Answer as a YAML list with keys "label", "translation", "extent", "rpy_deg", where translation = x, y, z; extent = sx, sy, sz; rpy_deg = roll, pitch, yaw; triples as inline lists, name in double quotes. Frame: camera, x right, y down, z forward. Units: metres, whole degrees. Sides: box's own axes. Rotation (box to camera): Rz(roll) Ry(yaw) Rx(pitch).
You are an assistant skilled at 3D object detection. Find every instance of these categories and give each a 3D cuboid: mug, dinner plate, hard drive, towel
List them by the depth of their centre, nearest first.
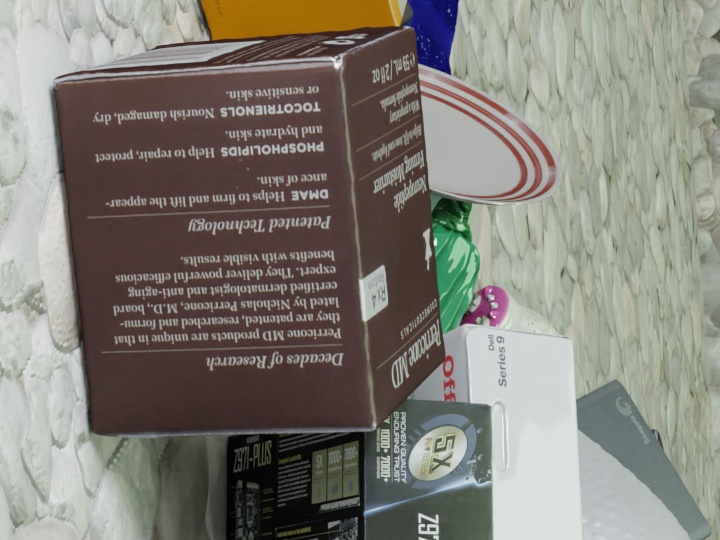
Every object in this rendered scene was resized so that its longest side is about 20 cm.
- label: "mug"
  translation: [0.162, 0.213, 1.638]
  extent: [0.148, 0.175, 0.200]
  rpy_deg: [-51, 134, 0]
- label: "dinner plate"
  translation: [0.046, -0.094, 1.713]
  extent: [0.200, 0.200, 0.024]
  rpy_deg: [-61, 173, -62]
- label: "hard drive"
  translation: [0.159, 0.175, 1.811]
  extent: [0.200, 0.033, 0.140]
  rpy_deg: [-22, 77, -43]
- label: "towel"
  translation: [0.045, -0.210, 1.955]
  extent: [0.148, 0.049, 0.201]
  rpy_deg: [55, 35, -63]

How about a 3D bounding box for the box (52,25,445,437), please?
- label: "box"
  translation: [-0.056, -0.025, 1.353]
  extent: [0.166, 0.164, 0.201]
  rpy_deg: [-38, 123, -71]

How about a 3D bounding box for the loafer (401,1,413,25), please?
- label: "loafer"
  translation: [-0.017, -0.191, 1.719]
  extent: [0.200, 0.073, 0.071]
  rpy_deg: [-52, 126, -74]

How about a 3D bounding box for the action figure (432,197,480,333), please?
- label: "action figure"
  translation: [0.028, 0.037, 1.680]
  extent: [0.118, 0.055, 0.200]
  rpy_deg: [31, 84, -35]

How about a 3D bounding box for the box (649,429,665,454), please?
- label: "box"
  translation: [0.145, 0.209, 1.950]
  extent: [0.115, 0.199, 0.132]
  rpy_deg: [69, 23, -50]

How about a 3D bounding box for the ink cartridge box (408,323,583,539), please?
- label: "ink cartridge box"
  translation: [0.052, 0.130, 1.542]
  extent: [0.084, 0.200, 0.146]
  rpy_deg: [7, 72, -29]

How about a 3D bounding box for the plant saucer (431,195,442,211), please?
- label: "plant saucer"
  translation: [0.044, -0.049, 1.797]
  extent: [0.201, 0.039, 0.201]
  rpy_deg: [-25, 90, -86]

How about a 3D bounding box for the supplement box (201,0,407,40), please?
- label: "supplement box"
  translation: [-0.024, -0.233, 1.577]
  extent: [0.200, 0.126, 0.074]
  rpy_deg: [-74, 154, -47]

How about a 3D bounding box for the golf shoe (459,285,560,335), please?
- label: "golf shoe"
  translation: [0.072, 0.102, 1.754]
  extent: [0.091, 0.200, 0.075]
  rpy_deg: [25, 34, -24]

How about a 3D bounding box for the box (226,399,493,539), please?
- label: "box"
  translation: [-0.004, 0.169, 1.450]
  extent: [0.200, 0.086, 0.164]
  rpy_deg: [-23, -115, 62]
